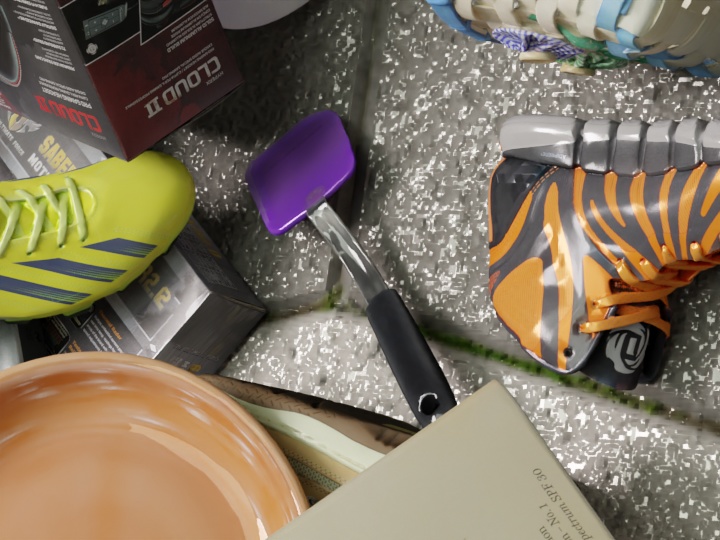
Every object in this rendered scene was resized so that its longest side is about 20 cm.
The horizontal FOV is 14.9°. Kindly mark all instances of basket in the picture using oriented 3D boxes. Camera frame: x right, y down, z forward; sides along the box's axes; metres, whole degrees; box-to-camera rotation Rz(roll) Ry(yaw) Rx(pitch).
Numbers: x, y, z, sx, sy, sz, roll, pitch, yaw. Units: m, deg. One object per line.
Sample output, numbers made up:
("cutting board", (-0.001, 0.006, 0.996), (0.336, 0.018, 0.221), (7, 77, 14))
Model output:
("basket", (0.072, -0.163, 1.153), (0.200, 0.176, 0.139), (33, 101, 24))

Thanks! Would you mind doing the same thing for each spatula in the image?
("spatula", (0.000, 0.000, 1.238), (0.057, 0.021, 0.200), (-40, 52, 12))

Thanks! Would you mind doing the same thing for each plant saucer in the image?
("plant saucer", (-0.115, 0.135, 1.166), (0.200, 0.037, 0.200), (-1, 71, 4))

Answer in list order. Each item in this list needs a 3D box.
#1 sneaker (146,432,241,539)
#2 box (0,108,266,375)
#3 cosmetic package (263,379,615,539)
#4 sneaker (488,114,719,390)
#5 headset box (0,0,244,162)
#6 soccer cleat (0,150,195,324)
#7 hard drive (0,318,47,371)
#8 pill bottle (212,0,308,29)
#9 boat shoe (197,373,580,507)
("sneaker", (-0.092, 0.153, 1.205), (0.076, 0.092, 0.200), (-36, 67, 61))
("box", (-0.158, 0.007, 1.343), (0.158, 0.048, 0.200), (-49, 57, 14))
("cosmetic package", (0.003, 0.144, 1.094), (0.200, 0.073, 0.104), (-35, 76, -6))
("sneaker", (0.135, -0.004, 1.140), (0.200, 0.078, 0.112), (4, 84, 46))
("headset box", (-0.144, -0.146, 1.248), (0.075, 0.200, 0.149), (-37, 35, -23))
("soccer cleat", (-0.172, -0.014, 1.246), (0.200, 0.084, 0.065), (-18, 56, -3))
("hard drive", (-0.194, 0.127, 1.288), (0.140, 0.033, 0.200), (-24, 67, 27))
("pill bottle", (-0.092, -0.213, 1.314), (0.116, 0.116, 0.200), (-48, 56, 15))
("boat shoe", (-0.002, 0.101, 1.202), (0.200, 0.072, 0.076), (17, 94, 35))
